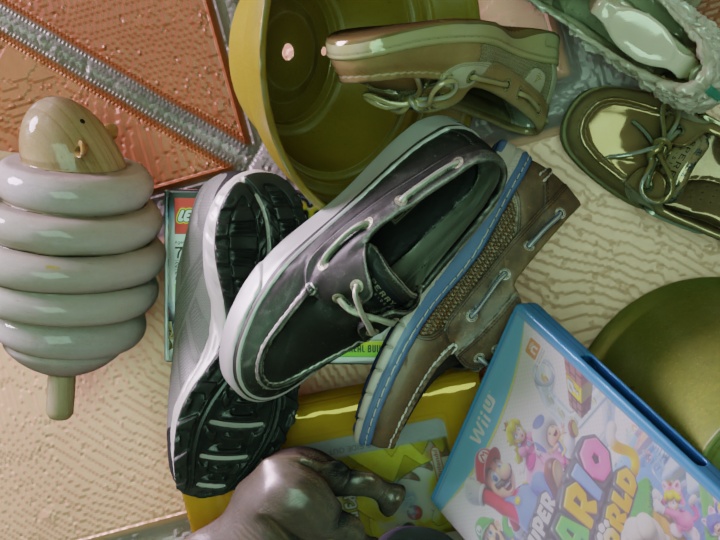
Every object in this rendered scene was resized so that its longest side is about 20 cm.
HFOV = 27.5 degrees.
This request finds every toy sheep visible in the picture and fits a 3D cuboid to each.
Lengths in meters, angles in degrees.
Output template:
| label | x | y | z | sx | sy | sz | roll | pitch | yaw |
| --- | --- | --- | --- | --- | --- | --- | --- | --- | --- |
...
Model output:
| label | x | y | z | sx | sy | sz | roll | pitch | yaw |
| --- | --- | --- | --- | --- | --- | --- | --- | --- | --- |
| toy sheep | -0.184 | -0.006 | 0.897 | 0.137 | 0.138 | 0.201 | 5 | 109 | 3 |

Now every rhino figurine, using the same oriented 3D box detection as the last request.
| label | x | y | z | sx | sy | sz | roll | pitch | yaw |
| --- | --- | --- | --- | --- | --- | --- | --- | --- | --- |
| rhino figurine | -0.065 | 0.179 | 0.889 | 0.087 | 0.060 | 0.200 | 33 | 119 | -17 |

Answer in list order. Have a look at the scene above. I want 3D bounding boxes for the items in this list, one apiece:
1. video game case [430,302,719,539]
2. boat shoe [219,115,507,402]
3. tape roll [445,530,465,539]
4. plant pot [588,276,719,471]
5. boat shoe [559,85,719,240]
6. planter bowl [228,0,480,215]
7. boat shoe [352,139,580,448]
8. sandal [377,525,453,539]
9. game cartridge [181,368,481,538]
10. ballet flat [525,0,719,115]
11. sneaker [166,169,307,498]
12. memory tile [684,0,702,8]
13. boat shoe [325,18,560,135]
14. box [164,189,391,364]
| label | x | y | z | sx | sy | sz | roll | pitch | yaw |
| --- | --- | --- | --- | --- | --- | --- | --- | --- | --- |
| video game case | 0.122 | 0.131 | 0.790 | 0.018 | 0.200 | 0.144 | -1 | 123 | -38 |
| boat shoe | 0.000 | 0.000 | 0.816 | 0.200 | 0.064 | 0.071 | -49 | 126 | 4 |
| tape roll | 0.079 | 0.262 | 0.902 | 0.201 | 0.071 | 0.204 | 1 | 108 | 2 |
| plant pot | 0.220 | 0.104 | 0.842 | 0.186 | 0.200 | 0.188 | 0 | 93 | 3 |
| boat shoe | 0.217 | -0.056 | 0.900 | 0.199 | 0.063 | 0.074 | 25 | 96 | 2 |
| planter bowl | -0.018 | -0.129 | 0.877 | 0.083 | 0.200 | 0.202 | 8 | 95 | 40 |
| boat shoe | 0.064 | 0.024 | 0.865 | 0.072 | 0.072 | 0.201 | 29 | 86 | 1 |
| sandal | 0.018 | 0.241 | 0.801 | 0.076 | 0.043 | 0.201 | 7 | 81 | -14 |
| game cartridge | -0.006 | 0.161 | 0.928 | 0.199 | 0.032 | 0.177 | -12 | 104 | 4 |
| ballet flat | 0.141 | -0.167 | 0.872 | 0.200 | 0.072 | 0.072 | 40 | 95 | 14 |
| sneaker | -0.079 | 0.037 | 0.879 | 0.074 | 0.079 | 0.201 | 6 | 98 | -29 |
| memory tile | 0.172 | -0.264 | 0.889 | 0.200 | 0.017 | 0.153 | 46 | 116 | -2 |
| boat shoe | 0.054 | -0.109 | 0.848 | 0.073 | 0.200 | 0.064 | 2 | 96 | 33 |
| box | -0.024 | 0.003 | 0.932 | 0.199 | 0.035 | 0.111 | 0 | 94 | 3 |
